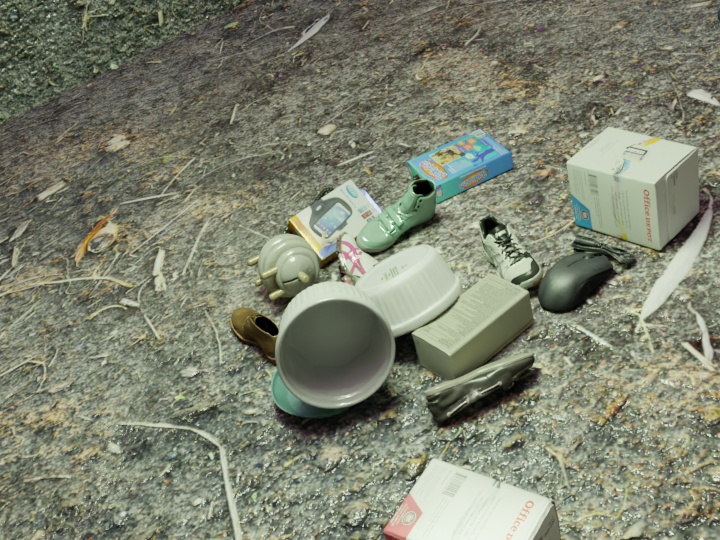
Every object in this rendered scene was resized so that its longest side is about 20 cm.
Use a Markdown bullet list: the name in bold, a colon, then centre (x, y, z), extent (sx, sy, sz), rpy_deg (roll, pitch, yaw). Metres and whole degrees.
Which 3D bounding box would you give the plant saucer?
- **plant saucer**: centre (-0.060, 0.195, 1.646), extent (0.196, 0.036, 0.202), rpy_deg (-12, 36, 8)

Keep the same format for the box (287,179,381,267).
- **box**: centre (-0.044, -0.108, 2.003), extent (0.199, 0.042, 0.119), rpy_deg (-36, 74, -22)

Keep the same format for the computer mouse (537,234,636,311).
- **computer mouse**: centre (0.393, -0.004, 1.698), extent (0.199, 0.053, 0.137), rpy_deg (-39, 40, -28)

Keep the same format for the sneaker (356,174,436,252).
- **sneaker**: centre (0.074, -0.123, 1.939), extent (0.198, 0.119, 0.074), rpy_deg (-32, 65, -20)

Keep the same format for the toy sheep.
- **toy sheep**: centre (-0.147, -0.007, 1.883), extent (0.136, 0.140, 0.200), rpy_deg (-28, 32, -15)

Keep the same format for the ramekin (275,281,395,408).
- **ramekin**: centre (-0.047, 0.115, 1.552), extent (0.196, 0.204, 0.105), rpy_deg (-18, 24, -1)

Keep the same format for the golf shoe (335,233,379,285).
- **golf shoe**: centre (0.000, 0.000, 1.862), extent (0.090, 0.074, 0.202), rpy_deg (-12, 44, -2)

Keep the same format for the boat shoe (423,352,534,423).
- **boat shoe**: centre (0.199, 0.190, 1.529), extent (0.196, 0.058, 0.067), rpy_deg (-20, -2, -9)

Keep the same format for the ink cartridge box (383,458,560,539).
- **ink cartridge box**: centre (0.154, 0.360, 1.276), extent (0.197, 0.086, 0.146), rpy_deg (11, 43, 38)

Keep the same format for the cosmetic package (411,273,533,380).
- **cosmetic package**: centre (0.197, 0.099, 1.627), extent (0.199, 0.074, 0.103), rpy_deg (-35, 37, -23)

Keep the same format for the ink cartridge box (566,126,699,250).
- **ink cartridge box**: centre (0.518, -0.158, 1.770), extent (0.144, 0.149, 0.198), rpy_deg (-37, 39, -27)

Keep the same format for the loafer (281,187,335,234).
- **loafer**: centre (-0.111, -0.093, 2.051), extent (0.200, 0.073, 0.071), rpy_deg (-48, 0, -26)

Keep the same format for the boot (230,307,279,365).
- **boot**: centre (-0.196, 0.104, 1.800), extent (0.073, 0.076, 0.199), rpy_deg (-34, 36, -20)

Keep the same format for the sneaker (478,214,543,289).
- **sneaker**: centre (0.271, -0.036, 1.756), extent (0.075, 0.089, 0.200), rpy_deg (-29, 32, -5)

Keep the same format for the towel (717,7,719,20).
- **towel**: centre (0.989, -0.631, 2.299), extent (0.111, 0.049, 0.199), rpy_deg (-35, 39, -24)

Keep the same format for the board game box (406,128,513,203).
- **board game box**: centre (0.223, -0.239, 2.107), extent (0.197, 0.046, 0.152), rpy_deg (-24, 35, -9)

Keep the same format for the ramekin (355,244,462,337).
- **ramekin**: centre (0.078, 0.033, 1.692), extent (0.199, 0.095, 0.203), rpy_deg (-27, 13, 7)
